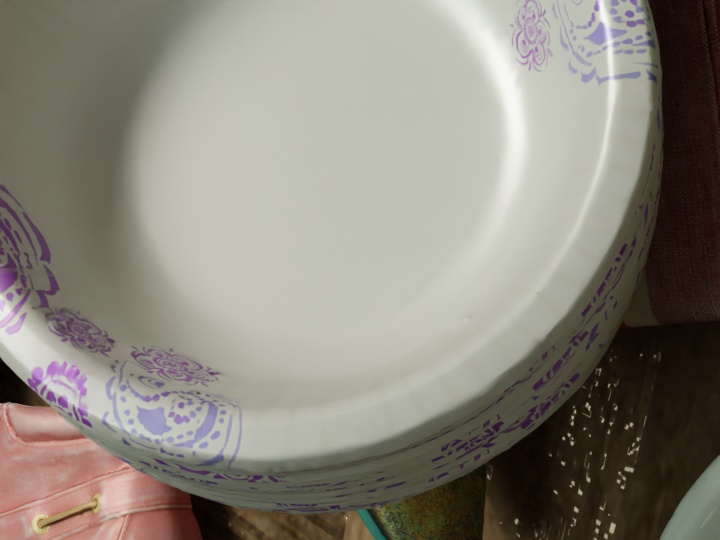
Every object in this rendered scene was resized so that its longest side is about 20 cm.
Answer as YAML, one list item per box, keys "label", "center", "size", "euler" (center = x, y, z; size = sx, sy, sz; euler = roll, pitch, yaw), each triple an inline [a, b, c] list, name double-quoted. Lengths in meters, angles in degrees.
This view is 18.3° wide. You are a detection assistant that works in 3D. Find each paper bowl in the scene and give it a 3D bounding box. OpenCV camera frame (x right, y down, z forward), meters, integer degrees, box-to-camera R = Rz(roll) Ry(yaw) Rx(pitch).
- label: "paper bowl"
  center: [-0.015, -0.032, 0.628]
  size: [0.104, 0.199, 0.202]
  euler: [69, 178, -70]

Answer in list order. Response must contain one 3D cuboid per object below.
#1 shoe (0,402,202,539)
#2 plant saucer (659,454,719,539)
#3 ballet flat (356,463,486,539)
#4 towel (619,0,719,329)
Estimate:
- label: "shoe"
  center: [-0.132, 0.101, 0.884]
  size: [0.199, 0.071, 0.092]
  euler: [-16, 78, 46]
- label: "plant saucer"
  center: [0.155, 0.127, 0.564]
  size: [0.199, 0.050, 0.202]
  euler: [7, 99, 49]
- label: "ballet flat"
  center: [0.000, 0.000, 0.700]
  size: [0.071, 0.070, 0.201]
  euler: [-47, 63, 41]
- label: "towel"
  center: [0.043, -0.051, 0.699]
  size: [0.199, 0.023, 0.145]
  euler: [-6, 91, 51]
